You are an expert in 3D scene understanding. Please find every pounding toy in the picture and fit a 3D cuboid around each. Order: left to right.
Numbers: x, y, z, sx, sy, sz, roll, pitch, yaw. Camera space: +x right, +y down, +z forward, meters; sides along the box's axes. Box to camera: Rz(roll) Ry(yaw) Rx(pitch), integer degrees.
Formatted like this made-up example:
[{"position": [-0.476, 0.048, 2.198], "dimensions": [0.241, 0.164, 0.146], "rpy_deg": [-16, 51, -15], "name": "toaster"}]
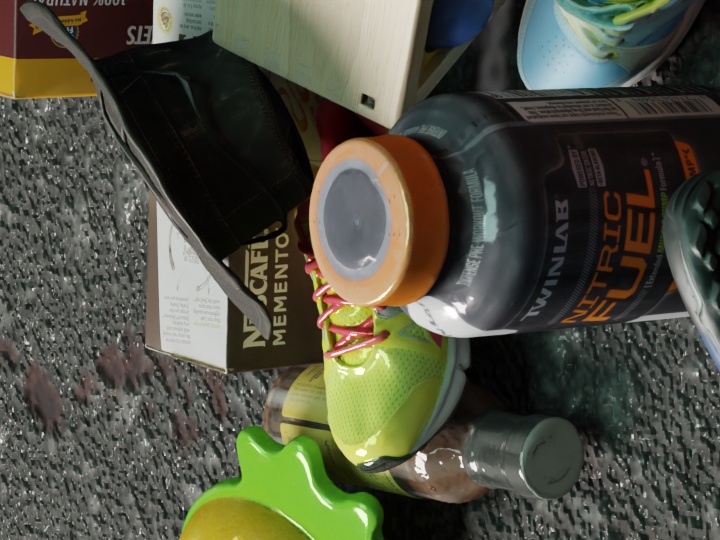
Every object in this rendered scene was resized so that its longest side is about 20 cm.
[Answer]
[{"position": [0.050, -0.194, 1.298], "dimensions": [0.142, 0.200, 0.184], "rpy_deg": [27, 141, 15], "name": "pounding toy"}]

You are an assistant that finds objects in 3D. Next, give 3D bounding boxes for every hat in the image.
[{"position": [-0.073, -0.069, 1.363], "dimensions": [0.201, 0.081, 0.201], "rpy_deg": [54, 178, 3], "name": "hat"}]

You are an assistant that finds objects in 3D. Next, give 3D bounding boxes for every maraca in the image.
[{"position": [-0.036, 0.159, 1.495], "dimensions": [0.137, 0.107, 0.200], "rpy_deg": [39, 141, 14], "name": "maraca"}]

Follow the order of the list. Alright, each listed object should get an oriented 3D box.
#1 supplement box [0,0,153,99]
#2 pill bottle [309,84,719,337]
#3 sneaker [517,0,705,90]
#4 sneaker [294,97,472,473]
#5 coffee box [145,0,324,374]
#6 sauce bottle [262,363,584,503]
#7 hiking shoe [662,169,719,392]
[{"position": [-0.186, -0.209, 1.647], "dimensions": [0.197, 0.133, 0.200], "rpy_deg": [16, 106, 51], "name": "supplement box"}, {"position": [0.076, -0.026, 1.259], "dimensions": [0.106, 0.200, 0.106], "rpy_deg": [9, 101, 53], "name": "pill bottle"}, {"position": [0.104, -0.126, 1.262], "dimensions": [0.080, 0.131, 0.200], "rpy_deg": [47, 134, 8], "name": "sneaker"}, {"position": [0.000, 0.000, 1.407], "dimensions": [0.078, 0.090, 0.200], "rpy_deg": [-19, 58, 37], "name": "sneaker"}, {"position": [-0.044, -0.055, 1.489], "dimensions": [0.080, 0.114, 0.200], "rpy_deg": [13, 103, 52], "name": "coffee box"}, {"position": [0.031, 0.083, 1.445], "dimensions": [0.200, 0.065, 0.065], "rpy_deg": [9, 101, 53], "name": "sauce bottle"}, {"position": [0.168, 0.040, 1.177], "dimensions": [0.087, 0.074, 0.200], "rpy_deg": [8, 140, 55], "name": "hiking shoe"}]
